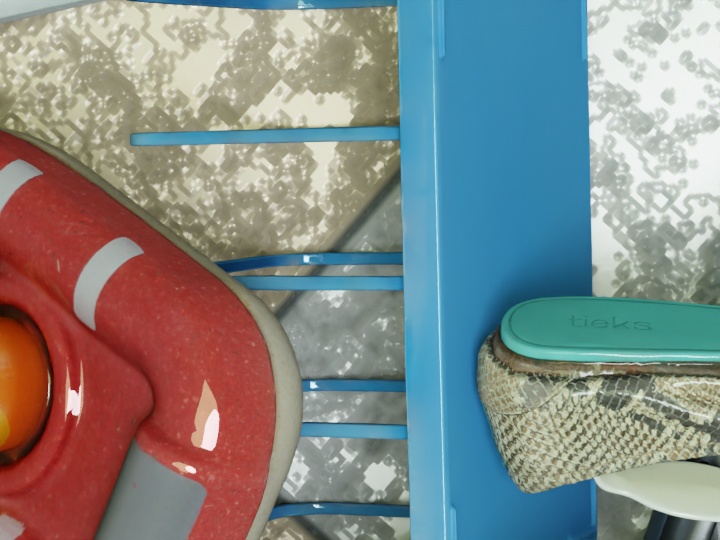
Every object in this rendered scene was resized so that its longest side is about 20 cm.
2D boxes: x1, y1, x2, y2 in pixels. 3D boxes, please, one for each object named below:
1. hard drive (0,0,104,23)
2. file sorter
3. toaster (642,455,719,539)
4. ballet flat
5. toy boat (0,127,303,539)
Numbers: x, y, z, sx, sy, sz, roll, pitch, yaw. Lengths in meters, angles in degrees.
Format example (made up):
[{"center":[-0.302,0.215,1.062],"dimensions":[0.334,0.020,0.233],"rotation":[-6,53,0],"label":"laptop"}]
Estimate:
[{"center":[-0.085,-0.166,0.944],"dimensions":[0.199,0.026,0.132],"rotation":[-12,93,5],"label":"hard drive"},{"center":[0.000,0.000,0.887],"dimensions":[0.122,0.139,0.201],"rotation":[0,94,25],"label":"file sorter"},{"center":[0.191,0.095,0.893],"dimensions":[0.180,0.119,0.201],"rotation":[18,95,4],"label":"toaster"},{"center":[0.137,0.040,0.810],"dimensions":[0.199,0.068,0.076],"rotation":[-6,115,10],"label":"ballet flat"},{"center":[-0.123,0.034,0.807],"dimensions":[0.200,0.130,0.131],"rotation":[34,110,36],"label":"toy boat"}]
